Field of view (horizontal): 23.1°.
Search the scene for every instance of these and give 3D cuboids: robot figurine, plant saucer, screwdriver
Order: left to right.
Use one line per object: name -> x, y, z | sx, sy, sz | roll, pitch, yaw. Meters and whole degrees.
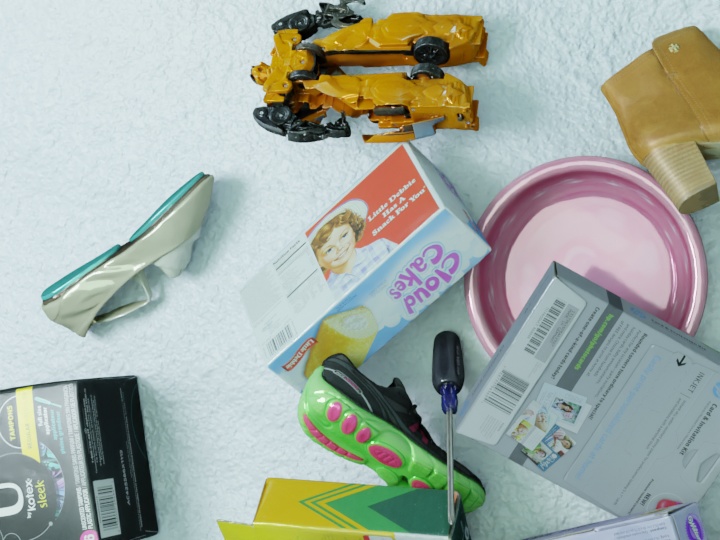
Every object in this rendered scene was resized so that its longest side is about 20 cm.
robot figurine -> 0.004, -0.162, 1.490 | 0.199, 0.058, 0.146 | 0, 59, 17
screwdriver -> 0.073, 0.129, 1.434 | 0.028, 0.029, 0.201 | -11, 47, 12
plant saucer -> 0.186, 0.008, 1.450 | 0.200, 0.051, 0.202 | 0, 89, 17

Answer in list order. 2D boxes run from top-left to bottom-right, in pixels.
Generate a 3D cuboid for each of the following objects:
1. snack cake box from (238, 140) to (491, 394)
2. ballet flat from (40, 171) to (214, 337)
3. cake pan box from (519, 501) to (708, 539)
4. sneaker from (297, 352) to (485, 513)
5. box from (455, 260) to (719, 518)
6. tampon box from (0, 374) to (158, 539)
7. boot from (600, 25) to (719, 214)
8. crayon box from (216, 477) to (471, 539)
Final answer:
snack cake box -> 0.000, 0.000, 1.469 | 0.200, 0.067, 0.115 | -42, 34, 12
ballet flat -> -0.193, -0.008, 1.564 | 0.200, 0.069, 0.070 | -36, 79, 15
cake pan box -> 0.201, 0.293, 1.401 | 0.200, 0.052, 0.185 | -22, 82, 38
sneaker -> 0.035, 0.135, 1.445 | 0.077, 0.200, 0.084 | -24, 37, 37
box -> 0.199, 0.106, 1.397 | 0.199, 0.041, 0.156 | 28, 110, -5
tampon box -> -0.301, 0.181, 1.551 | 0.199, 0.126, 0.151 | -11, 85, 16
boot -> 0.306, -0.142, 1.413 | 0.200, 0.071, 0.144 | -23, 64, -1
crayon box -> -0.008, 0.232, 1.464 | 0.199, 0.127, 0.051 | 2, 47, 16
